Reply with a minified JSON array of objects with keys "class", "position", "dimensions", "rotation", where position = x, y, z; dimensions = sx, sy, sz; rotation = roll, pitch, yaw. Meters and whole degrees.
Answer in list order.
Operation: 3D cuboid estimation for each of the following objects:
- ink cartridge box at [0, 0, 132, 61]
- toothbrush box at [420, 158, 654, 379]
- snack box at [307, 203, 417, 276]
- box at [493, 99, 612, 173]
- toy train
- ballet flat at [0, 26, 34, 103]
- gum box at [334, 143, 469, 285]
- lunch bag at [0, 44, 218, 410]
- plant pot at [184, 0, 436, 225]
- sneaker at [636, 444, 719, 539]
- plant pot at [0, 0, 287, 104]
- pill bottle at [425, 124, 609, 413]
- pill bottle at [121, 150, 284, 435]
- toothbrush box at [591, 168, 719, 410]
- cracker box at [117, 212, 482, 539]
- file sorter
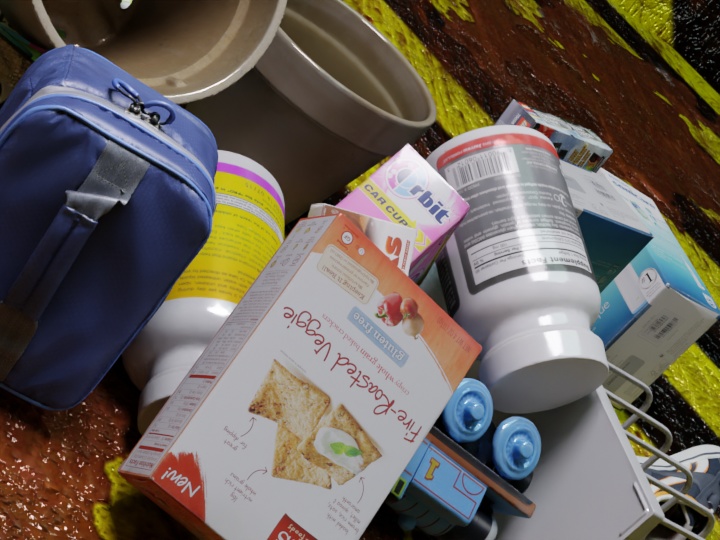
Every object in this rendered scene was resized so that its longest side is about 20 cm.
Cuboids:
[{"class":"ink cartridge box","position":[-0.234,-0.199,1.229],"dimensions":[0.148,0.076,0.200],"rotation":[29,22,-19]},{"class":"toothbrush box","position":[0.133,-0.001,1.319],"dimensions":[0.146,0.200,0.085],"rotation":[14,33,-46]},{"class":"snack box","position":[-0.018,0.062,0.970],"dimensions":[0.072,0.200,0.024],"rotation":[14,-6,-27]},{"class":"box","position":[0.134,-0.059,1.421],"dimensions":[0.137,0.200,0.040],"rotation":[12,31,-51]},{"class":"toy train","position":[0.044,0.126,1.071],"dimensions":[0.200,0.114,0.087],"rotation":[40,-21,-30]},{"class":"ballet flat","position":[-0.253,-0.134,1.123],"dimensions":[0.200,0.065,0.071],"rotation":[36,0,-12]},{"class":"gum box","position":[0.000,0.000,1.106],"dimensions":[0.066,0.113,0.200],"rotation":[46,-19,7]},{"class":"lunch bag","position":[-0.169,-0.027,0.884],"dimensions":[0.136,0.200,0.132],"rotation":[30,22,-18]},{"class":"plant pot","position":[-0.064,-0.130,1.267],"dimensions":[0.200,0.174,0.200],"rotation":[33,24,-17]},{"class":"sneaker","position":[0.284,0.209,1.345],"dimensions":[0.200,0.078,0.079],"rotation":[0,40,-42]},{"class":"plant pot","position":[-0.181,-0.225,1.097],"dimensions":[0.200,0.201,0.183],"rotation":[26,-6,-33]},{"class":"pill bottle","position":[0.117,0.000,1.147],"dimensions":[0.116,0.116,0.200],"rotation":[18,50,-44]},{"class":"pill bottle","position":[-0.104,0.022,1.002],"dimensions":[0.104,0.104,0.200],"rotation":[28,42,-29]},{"class":"toothbrush box","position":[0.255,0.017,1.530],"dimensions":[0.085,0.146,0.200],"rotation":[28,27,-30]},{"class":"cracker box","position":[-0.033,0.083,0.911],"dimensions":[0.134,0.200,0.058],"rotation":[43,-21,-21]},{"class":"file sorter","position":[0.182,0.177,1.167],"dimensions":[0.124,0.139,0.200],"rotation":[30,26,-32]}]
